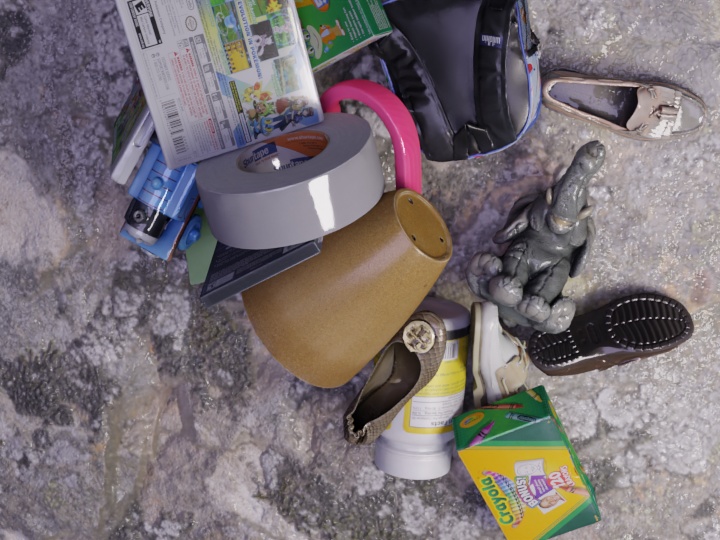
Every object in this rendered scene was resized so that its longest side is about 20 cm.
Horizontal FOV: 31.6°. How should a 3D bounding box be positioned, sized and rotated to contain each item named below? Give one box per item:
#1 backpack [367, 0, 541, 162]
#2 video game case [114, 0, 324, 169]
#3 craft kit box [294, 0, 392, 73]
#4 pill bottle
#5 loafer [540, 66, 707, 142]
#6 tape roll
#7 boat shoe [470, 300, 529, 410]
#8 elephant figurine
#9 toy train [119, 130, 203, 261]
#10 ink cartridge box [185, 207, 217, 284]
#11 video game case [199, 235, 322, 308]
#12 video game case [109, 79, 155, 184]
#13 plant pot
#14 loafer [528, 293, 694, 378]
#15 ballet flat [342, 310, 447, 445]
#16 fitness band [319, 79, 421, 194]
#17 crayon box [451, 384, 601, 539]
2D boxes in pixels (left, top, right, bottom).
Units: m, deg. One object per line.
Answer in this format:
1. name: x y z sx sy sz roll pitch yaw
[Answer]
1. backpack: 0.116 -0.223 1.426 0.198 0.154 0.193 -8 96 25
2. video game case: -0.148 -0.227 1.352 0.180 0.022 0.202 -18 115 -7
3. craft kit box: -0.085 -0.314 1.401 0.196 0.048 0.202 -21 94 41
4. pill bottle: 0.070 0.141 1.536 0.113 0.114 0.202 6 104 8
5. loafer: 0.298 -0.186 1.450 0.198 0.063 0.073 12 104 6
6. tape roll: -0.076 -0.100 1.370 0.198 0.201 0.067 -10 118 11
7. boat shoe: 0.165 0.102 1.499 0.068 0.075 0.201 -2 144 8
8. elephant figurine: 0.221 -0.037 1.471 0.141 0.155 0.201 34 79 -35
9. toy train: -0.208 -0.109 1.454 0.086 0.114 0.201 28 92 14
10. ink cartridge box: -0.162 -0.096 1.526 0.144 0.048 0.202 -11 82 12
11. video game case: -0.101 -0.042 1.406 0.142 0.201 0.019 -26 113 15
12. video game case: -0.237 -0.211 1.464 0.022 0.200 0.183 27 107 -19
13. plant pot: 0.000 0.000 1.409 0.199 0.186 0.187 -36 95 31
14. loafer: 0.296 0.080 1.518 0.198 0.071 0.074 -10 67 2
15. ballet flat: 0.034 0.128 1.461 0.067 0.046 0.201 45 120 18
16. fitness band: 0.007 -0.124 1.455 0.143 0.037 0.202 26 134 36
17. crayon box: 0.200 0.239 1.523 0.118 0.059 0.201 -22 126 12
